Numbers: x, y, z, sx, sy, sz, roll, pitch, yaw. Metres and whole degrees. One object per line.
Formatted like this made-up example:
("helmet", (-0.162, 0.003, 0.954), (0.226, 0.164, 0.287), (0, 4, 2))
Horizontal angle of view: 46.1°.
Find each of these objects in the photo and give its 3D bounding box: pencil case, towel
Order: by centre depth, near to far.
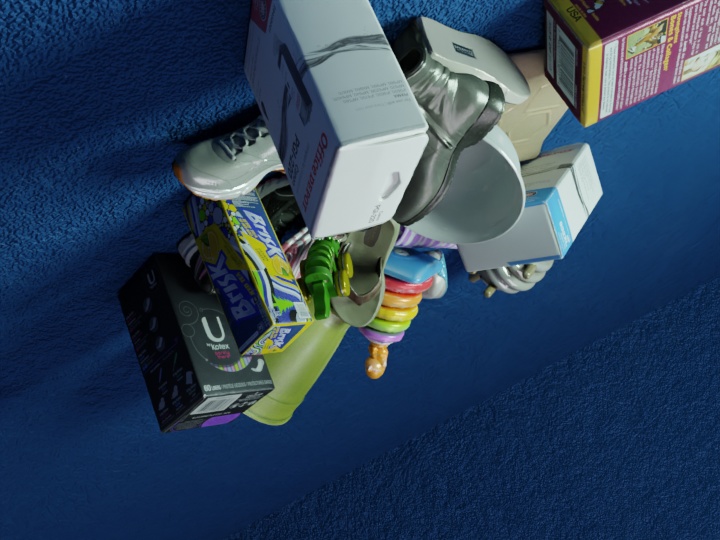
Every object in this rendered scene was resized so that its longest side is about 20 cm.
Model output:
("towel", (-0.064, -0.039, 1.093), (0.200, 0.030, 0.147), (-48, 173, -39))
("pencil case", (0.096, -0.074, 1.233), (0.199, 0.085, 0.085), (1, 110, -49))

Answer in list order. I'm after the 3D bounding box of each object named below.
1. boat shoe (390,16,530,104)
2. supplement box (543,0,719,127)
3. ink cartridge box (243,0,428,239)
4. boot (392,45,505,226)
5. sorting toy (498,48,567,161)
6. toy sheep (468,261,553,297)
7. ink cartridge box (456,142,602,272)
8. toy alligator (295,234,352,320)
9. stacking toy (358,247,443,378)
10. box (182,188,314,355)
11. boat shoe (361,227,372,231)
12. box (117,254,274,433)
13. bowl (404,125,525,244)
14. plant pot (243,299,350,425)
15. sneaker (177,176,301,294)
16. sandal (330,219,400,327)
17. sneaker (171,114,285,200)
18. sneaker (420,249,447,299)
("boat shoe", (0.097, -0.209, 0.932), (0.199, 0.075, 0.092), (11, 144, -42))
("supplement box", (0.314, -0.272, 0.944), (0.198, 0.104, 0.131), (-24, 146, -3))
("ink cartridge box", (-0.029, -0.151, 0.734), (0.084, 0.202, 0.146), (-16, 157, -20))
("boot", (0.048, -0.140, 0.890), (0.129, 0.068, 0.201), (13, 131, -30))
("sorting toy", (0.198, -0.209, 1.093), (0.183, 0.037, 0.201), (-15, 152, -26))
("toy sheep", (0.259, -0.022, 1.468), (0.137, 0.140, 0.199), (-2, 164, -46))
("ink cartridge box", (0.230, -0.088, 1.158), (0.144, 0.084, 0.200), (-10, -157, 36))
("toy alligator", (-0.042, -0.016, 0.998), (0.059, 0.201, 0.055), (-9, 120, 10))
("stacking toy", (0.037, 0.065, 1.227), (0.116, 0.109, 0.202), (-28, 134, -62))
("box", (-0.129, -0.009, 0.955), (0.064, 0.202, 0.070), (0, 147, -46))
("boat shoe", (0.006, -0.110, 0.970), (0.073, 0.067, 0.201), (1, 134, -10))
("box", (-0.214, 0.091, 1.096), (0.122, 0.202, 0.106), (1, 147, -49))
("bowl", (0.112, -0.132, 1.035), (0.199, 0.091, 0.202), (16, 144, 12))
("plant pot", (-0.111, 0.087, 1.249), (0.193, 0.201, 0.200), (-44, 154, 16))
("sneaker", (-0.129, -0.036, 1.052), (0.199, 0.087, 0.080), (-33, 158, 20))
("sandal", (-0.001, -0.001, 1.110), (0.079, 0.058, 0.202), (14, 130, 1))
("sneaker", (-0.102, -0.139, 0.881), (0.199, 0.076, 0.092), (-20, 152, -35))
("sneaker", (0.070, 0.012, 1.331), (0.080, 0.078, 0.200), (-5, 176, -25))
